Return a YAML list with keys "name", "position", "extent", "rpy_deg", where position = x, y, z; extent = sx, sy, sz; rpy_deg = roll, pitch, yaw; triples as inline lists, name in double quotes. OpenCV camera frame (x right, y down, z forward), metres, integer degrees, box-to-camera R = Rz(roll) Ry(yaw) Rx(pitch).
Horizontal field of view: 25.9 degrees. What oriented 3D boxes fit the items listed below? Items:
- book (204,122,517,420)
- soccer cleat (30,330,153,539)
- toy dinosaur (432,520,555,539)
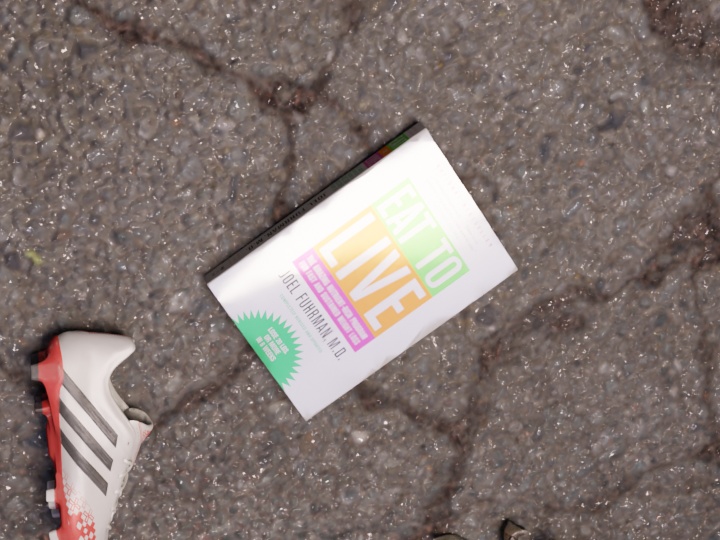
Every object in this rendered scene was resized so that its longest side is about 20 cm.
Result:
- name: "book"
  position: [0.000, 0.000, 1.180]
  extent: [0.199, 0.048, 0.134]
  rpy_deg: [-36, 109, 0]
- name: "soccer cleat"
  position: [-0.193, 0.141, 1.158]
  extent: [0.084, 0.069, 0.203]
  rpy_deg: [-7, 105, -9]
- name: "toy dinosaur"
  position: [0.148, 0.271, 1.289]
  extent: [0.198, 0.077, 0.104]
  rpy_deg: [21, 88, -25]
